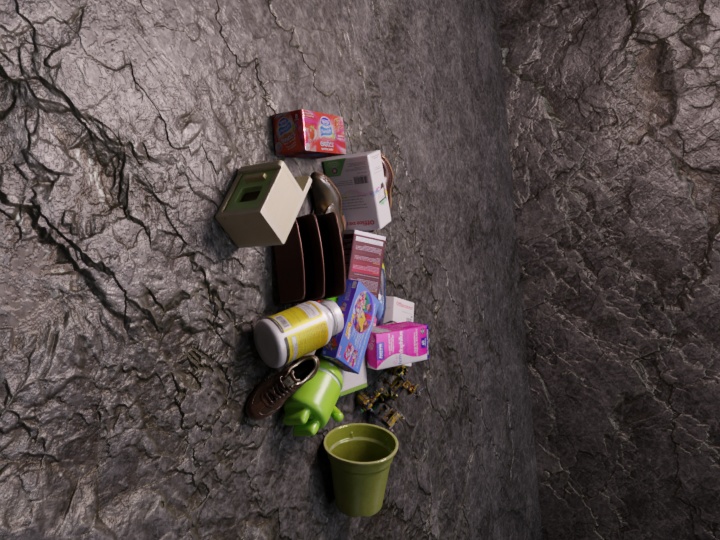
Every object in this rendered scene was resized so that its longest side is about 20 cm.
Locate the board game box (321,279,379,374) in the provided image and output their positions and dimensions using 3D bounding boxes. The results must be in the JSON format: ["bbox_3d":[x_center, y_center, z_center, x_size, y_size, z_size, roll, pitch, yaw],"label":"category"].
[{"bbox_3d":[-0.022,0.143,1.655,0.134,0.044,0.203,45,57,-54],"label":"board game box"}]

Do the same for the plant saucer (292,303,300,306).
[{"bbox_3d":[-0.117,0.039,1.704,0.199,0.029,0.204,9,80,-62],"label":"plant saucer"}]

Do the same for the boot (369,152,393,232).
[{"bbox_3d":[0.045,-0.237,1.969,0.167,0.071,0.203,-53,136,-52],"label":"boot"}]

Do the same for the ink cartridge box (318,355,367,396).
[{"bbox_3d":[-0.051,0.224,1.763,0.147,0.075,0.204,-3,89,-61],"label":"ink cartridge box"}]

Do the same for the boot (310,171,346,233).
[{"bbox_3d":[-0.094,-0.153,1.713,0.202,0.073,0.098,66,33,-36],"label":"boot"}]

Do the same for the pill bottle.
[{"bbox_3d":[-0.138,0.138,1.514,0.198,0.111,0.115,-21,107,-38],"label":"pill bottle"}]

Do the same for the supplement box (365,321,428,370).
[{"bbox_3d":[0.091,0.211,1.867,0.197,0.103,0.103,-6,97,-35],"label":"supplement box"}]

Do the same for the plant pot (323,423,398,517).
[{"bbox_3d":[-0.002,0.539,1.739,0.200,0.197,0.188,-25,121,-59],"label":"plant pot"}]

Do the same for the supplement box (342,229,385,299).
[{"bbox_3d":[0.000,0.000,1.776,0.107,0.061,0.204,11,84,-32],"label":"supplement box"}]

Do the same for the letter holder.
[{"bbox_3d":[-0.120,-0.032,1.553,0.100,0.140,0.204,-1,82,-52],"label":"letter holder"}]

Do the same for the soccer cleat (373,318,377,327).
[{"bbox_3d":[-0.017,0.096,1.855,0.086,0.069,0.203,-40,121,-36],"label":"soccer cleat"}]

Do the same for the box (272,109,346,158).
[{"bbox_3d":[-0.125,-0.339,1.646,0.199,0.094,0.102,-12,97,-61],"label":"box"}]

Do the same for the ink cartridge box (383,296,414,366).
[{"bbox_3d":[0.097,0.189,2.023,0.144,0.083,0.204,19,71,-58],"label":"ink cartridge box"}]

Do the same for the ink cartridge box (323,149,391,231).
[{"bbox_3d":[-0.007,-0.215,1.800,0.084,0.142,0.204,-35,118,-58],"label":"ink cartridge box"}]

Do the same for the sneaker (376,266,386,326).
[{"bbox_3d":[0.036,0.075,1.931,0.074,0.081,0.204,-53,141,-89],"label":"sneaker"}]

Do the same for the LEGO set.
[{"bbox_3d":[0.095,0.372,1.907,0.199,0.115,0.155,-41,138,-17],"label":"LEGO set"}]

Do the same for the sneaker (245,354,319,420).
[{"bbox_3d":[-0.175,0.253,1.470,0.199,0.076,0.071,-40,82,-25],"label":"sneaker"}]

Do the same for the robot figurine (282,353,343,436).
[{"bbox_3d":[-0.113,0.304,1.601,0.176,0.114,0.201,54,42,-26],"label":"robot figurine"}]

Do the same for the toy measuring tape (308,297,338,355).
[{"bbox_3d":[-0.101,0.138,1.639,0.074,0.073,0.203,47,58,-49],"label":"toy measuring tape"}]

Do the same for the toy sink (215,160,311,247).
[{"bbox_3d":[-0.211,-0.164,1.446,0.113,0.128,0.202,57,42,-42],"label":"toy sink"}]
